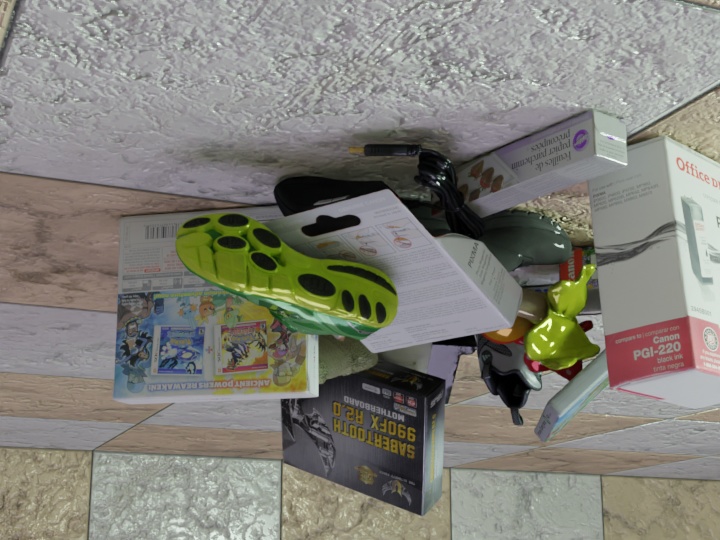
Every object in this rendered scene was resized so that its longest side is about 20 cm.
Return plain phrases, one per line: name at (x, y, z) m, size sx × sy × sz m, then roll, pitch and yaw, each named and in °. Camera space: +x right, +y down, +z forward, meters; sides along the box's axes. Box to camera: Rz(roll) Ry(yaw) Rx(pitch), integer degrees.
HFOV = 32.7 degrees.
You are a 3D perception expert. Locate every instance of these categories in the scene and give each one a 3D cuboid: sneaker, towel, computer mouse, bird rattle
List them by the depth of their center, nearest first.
sneaker at (-0.069, 0.016, 1.051) m, size 0.199 × 0.074 × 0.084 m, roll 22°, pitch 142°, yaw -8°
computer mouse at (-0.001, -0.059, 1.056) m, size 0.199 × 0.046 × 0.141 m, roll 6°, pitch 152°, yaw 23°
sneaker at (0.112, -0.011, 1.193) m, size 0.199 × 0.091 × 0.076 m, roll 3°, pitch 160°, yaw -14°
bird rattle at (0.175, 0.046, 1.291) m, size 0.162 × 0.113 × 0.200 m, roll 15°, pitch 173°, yaw 1°
towel at (-0.091, 0.068, 1.369) m, size 0.148 × 0.037 × 0.200 m, roll -14°, pitch -145°, yaw -41°
sneaker at (0.048, 0.141, 1.432) m, size 0.075 × 0.089 × 0.201 m, roll -1°, pitch 128°, yaw -8°
sneaker at (0.199, 0.118, 1.476) m, size 0.077 × 0.141 × 0.199 m, roll -15°, pitch 156°, yaw 41°

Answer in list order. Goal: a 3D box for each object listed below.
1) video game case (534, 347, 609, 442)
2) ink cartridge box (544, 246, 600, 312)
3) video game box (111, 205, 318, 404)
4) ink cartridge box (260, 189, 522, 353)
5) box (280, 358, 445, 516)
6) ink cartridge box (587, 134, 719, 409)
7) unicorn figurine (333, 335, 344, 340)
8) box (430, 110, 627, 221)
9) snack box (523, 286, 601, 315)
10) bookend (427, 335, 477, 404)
video game case at (0.267, 0.097, 1.295) m, size 0.200 × 0.022 × 0.182 m, roll -41°, pitch 166°, yaw -8°
ink cartridge box at (0.268, 0.008, 1.346) m, size 0.199 × 0.051 × 0.109 m, roll -7°, pitch 163°, yaw 29°
video game box at (-0.138, 0.034, 1.186) m, size 0.199 × 0.184 × 0.047 m, roll -3°, pitch 164°, yaw 13°
ink cartridge box at (0.025, -0.008, 1.082) m, size 0.162 × 0.057 × 0.200 m, roll -13°, pitch 132°, yaw 36°
box at (0.000, 0.175, 1.407) m, size 0.199 × 0.159 × 0.048 m, roll 16°, pitch -151°, yaw 29°
ink cartridge box at (0.271, 0.004, 1.040) m, size 0.085 × 0.201 × 0.145 m, roll -20°, pitch 155°, yaw 40°
unicorn figurine at (-0.089, 0.039, 1.263) m, size 0.199 × 0.074 × 0.137 m, roll -28°, pitch 145°, yaw 33°
box at (0.136, -0.082, 1.030) m, size 0.041 × 0.039 × 0.200 m, roll 10°, pitch 162°, yaw -35°
snack box at (0.246, 0.038, 1.497) m, size 0.199 × 0.024 × 0.072 m, roll -4°, pitch 163°, yaw 15°
bookend at (0.025, 0.134, 1.540) m, size 0.199 × 0.092 × 0.200 m, roll 2°, pitch 127°, yaw -10°
